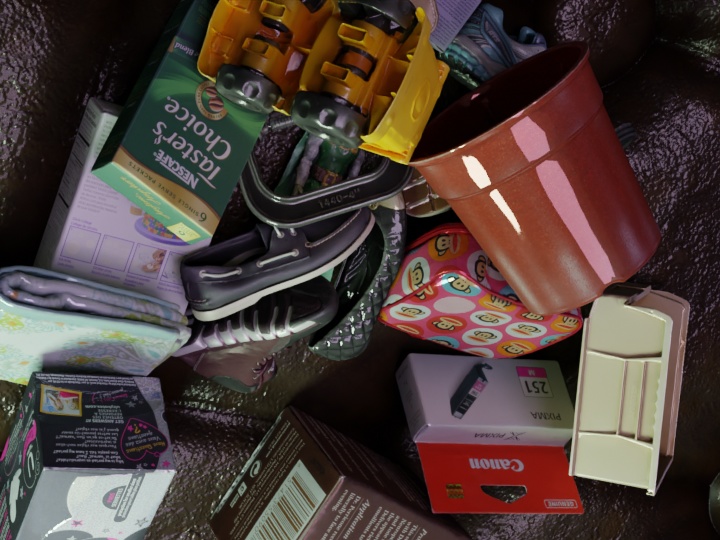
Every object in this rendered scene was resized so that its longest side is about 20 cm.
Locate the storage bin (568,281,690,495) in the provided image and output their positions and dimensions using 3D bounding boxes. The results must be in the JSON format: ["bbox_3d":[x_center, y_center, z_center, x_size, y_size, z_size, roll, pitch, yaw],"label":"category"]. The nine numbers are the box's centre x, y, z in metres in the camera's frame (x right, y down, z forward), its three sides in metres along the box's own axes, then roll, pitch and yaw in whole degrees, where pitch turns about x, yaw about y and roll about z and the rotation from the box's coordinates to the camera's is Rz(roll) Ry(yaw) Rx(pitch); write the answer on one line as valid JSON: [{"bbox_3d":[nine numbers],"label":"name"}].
[{"bbox_3d":[0.298,0.121,1.591,0.093,0.200,0.200,7,96,18],"label":"storage bin"}]

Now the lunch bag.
[{"bbox_3d":[0.116,0.032,1.530,0.199,0.176,0.083,20,57,-31],"label":"lunch bag"}]

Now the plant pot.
[{"bbox_3d":[0.174,-0.078,1.370,0.200,0.201,0.196,-35,105,-7],"label":"plant pot"}]

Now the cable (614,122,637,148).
[{"bbox_3d":[0.196,-0.099,1.524,0.200,0.050,0.097,-42,160,11],"label":"cable"}]

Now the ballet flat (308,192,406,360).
[{"bbox_3d":[0.000,0.000,1.476,0.056,0.066,0.202,4,108,-40],"label":"ballet flat"}]

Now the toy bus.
[{"bbox_3d":[-0.020,-0.179,1.328,0.137,0.199,0.192,-66,157,-5],"label":"toy bus"}]

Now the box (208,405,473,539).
[{"bbox_3d":[-0.023,0.281,1.553,0.199,0.164,0.166,32,95,-32],"label":"box"}]

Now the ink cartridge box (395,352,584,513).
[{"bbox_3d":[0.149,0.177,1.588,0.198,0.175,0.044,5,141,-26],"label":"ink cartridge box"}]

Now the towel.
[{"bbox_3d":[-0.280,0.064,1.356,0.199,0.049,0.171,16,145,-30],"label":"towel"}]

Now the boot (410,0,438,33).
[{"bbox_3d":[0.033,-0.275,1.293,0.072,0.155,0.201,-36,120,-6],"label":"boot"}]

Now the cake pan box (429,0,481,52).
[{"bbox_3d":[0.060,-0.340,1.397,0.199,0.052,0.185,33,93,-32],"label":"cake pan box"}]

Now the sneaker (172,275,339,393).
[{"bbox_3d":[-0.091,0.067,1.458,0.199,0.076,0.116,-12,139,26],"label":"sneaker"}]

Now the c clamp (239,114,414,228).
[{"bbox_3d":[-0.034,-0.132,1.411,0.199,0.027,0.172,-23,79,-13],"label":"c clamp"}]

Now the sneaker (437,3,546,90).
[{"bbox_3d":[0.175,-0.198,1.495,0.199,0.078,0.087,34,88,-34],"label":"sneaker"}]

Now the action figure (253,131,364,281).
[{"bbox_3d":[-0.045,-0.074,1.461,0.117,0.055,0.201,18,101,-31],"label":"action figure"}]

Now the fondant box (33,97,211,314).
[{"bbox_3d":[-0.217,-0.046,1.390,0.143,0.058,0.201,15,105,-29],"label":"fondant box"}]

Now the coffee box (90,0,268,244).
[{"bbox_3d":[-0.151,-0.139,1.328,0.123,0.044,0.201,39,59,-28],"label":"coffee box"}]

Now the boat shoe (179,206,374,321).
[{"bbox_3d":[-0.080,-0.023,1.393,0.199,0.073,0.063,-28,119,-8],"label":"boat shoe"}]

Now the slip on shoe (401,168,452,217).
[{"bbox_3d":[0.131,-0.104,1.486,0.199,0.061,0.077,-20,98,7],"label":"slip on shoe"}]

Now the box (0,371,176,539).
[{"bbox_3d":[-0.268,0.204,1.394,0.131,0.115,0.201,5,137,-26],"label":"box"}]
